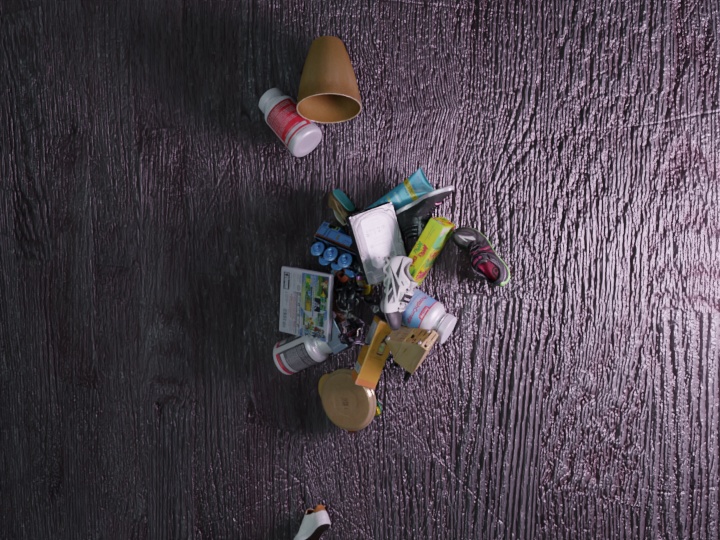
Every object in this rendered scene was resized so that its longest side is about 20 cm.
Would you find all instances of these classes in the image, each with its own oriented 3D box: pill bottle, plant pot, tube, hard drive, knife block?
[{"bbox_3d":[0.162,0.117,1.667,0.199,0.108,0.110,31,108,21],"label":"pill bottle"},{"bbox_3d":[-0.091,-0.553,1.706,0.185,0.186,0.202,-7,79,28],"label":"plant pot"},{"bbox_3d":[-0.165,0.241,1.852,0.199,0.110,0.112,-26,83,28],"label":"pill bottle"},{"bbox_3d":[-0.216,-0.450,1.805,0.112,0.112,0.200,-46,75,24],"label":"pill bottle"},{"bbox_3d":[0.109,-0.206,1.700,0.199,0.050,0.078,-32,89,22],"label":"tube"},{"bbox_3d":[0.050,-0.076,1.673,0.038,0.139,0.202,18,126,66],"label":"hard drive"},{"bbox_3d":[0.151,0.241,1.658,0.199,0.064,0.176,2,129,47],"label":"knife block"}]

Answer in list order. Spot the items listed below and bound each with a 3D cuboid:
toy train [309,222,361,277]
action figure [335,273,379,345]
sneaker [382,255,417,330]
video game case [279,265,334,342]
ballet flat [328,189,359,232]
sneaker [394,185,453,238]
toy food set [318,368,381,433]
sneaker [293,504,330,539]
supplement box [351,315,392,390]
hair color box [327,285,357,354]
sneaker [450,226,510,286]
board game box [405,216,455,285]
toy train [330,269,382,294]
[{"bbox_3d":[-0.057,-0.061,1.752,0.199,0.087,0.115,23,73,32],"label":"toy train"},{"bbox_3d":[-0.016,0.111,1.720,0.118,0.102,0.202,-1,84,34],"label":"action figure"},{"bbox_3d":[0.108,0.060,1.592,0.088,0.074,0.202,-2,90,24],"label":"sneaker"},{"bbox_3d":[-0.162,0.098,1.774,0.181,0.022,0.202,9,101,30],"label":"video game case"},{"bbox_3d":[-0.029,-0.153,1.771,0.200,0.068,0.073,46,133,17],"label":"ballet flat"},{"bbox_3d":[0.187,-0.156,1.650,0.199,0.070,0.100,-28,83,34],"label":"sneaker"},{"bbox_3d":[-0.037,0.398,1.836,0.199,0.049,0.200,-25,84,27],"label":"toy food set"},{"bbox_3d":[-0.163,0.832,1.950,0.200,0.072,0.085,-51,42,29],"label":"sneaker"},{"bbox_3d":[0.041,0.238,1.740,0.066,0.069,0.202,21,97,-16],"label":"supplement box"},{"bbox_3d":[-0.081,0.142,1.803,0.060,0.099,0.201,-34,79,28],"label":"hair color box"},{"bbox_3d":[0.316,-0.041,1.583,0.200,0.084,0.077,46,113,16],"label":"sneaker"},{"bbox_3d":[0.178,-0.049,1.645,0.047,0.101,0.201,36,110,19],"label":"board game box"},{"bbox_3d":[0.000,0.000,1.770,0.199,0.055,0.151,-29,82,28],"label":"toy train"}]
